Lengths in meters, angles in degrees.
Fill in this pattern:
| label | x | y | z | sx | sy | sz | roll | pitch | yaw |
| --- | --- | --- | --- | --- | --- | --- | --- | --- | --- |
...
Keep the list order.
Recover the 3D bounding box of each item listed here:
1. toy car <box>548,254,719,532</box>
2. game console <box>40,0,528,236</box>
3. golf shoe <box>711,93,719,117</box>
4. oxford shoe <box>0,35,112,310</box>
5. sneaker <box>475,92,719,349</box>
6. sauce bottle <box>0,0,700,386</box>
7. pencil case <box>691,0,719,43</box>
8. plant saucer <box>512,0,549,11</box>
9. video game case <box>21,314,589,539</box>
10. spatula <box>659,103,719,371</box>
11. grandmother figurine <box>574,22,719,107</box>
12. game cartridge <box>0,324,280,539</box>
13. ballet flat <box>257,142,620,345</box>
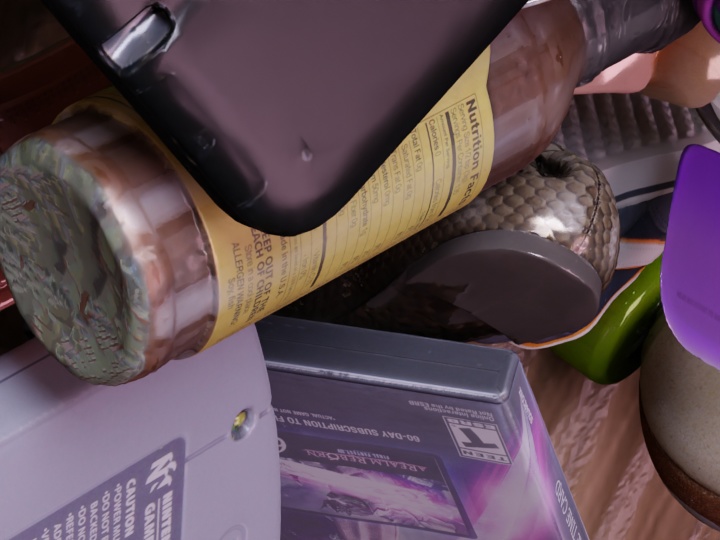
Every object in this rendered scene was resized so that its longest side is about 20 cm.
| label | x | y | z | sx | sy | sz | roll | pitch | yaw |
| --- | --- | --- | --- | --- | --- | --- | --- | --- | --- |
| toy car | 0.167 | 0.064 | 1.105 | 0.158 | 0.164 | 0.200 | -42 | 155 | -24 |
| game console | -0.027 | -0.138 | 0.664 | 0.200 | 0.116 | 0.176 | -49 | 118 | -15 |
| golf shoe | 0.148 | -0.139 | 0.999 | 0.091 | 0.075 | 0.201 | 35 | 80 | -46 |
| oxford shoe | -0.062 | -0.033 | 0.762 | 0.199 | 0.074 | 0.071 | -16 | 94 | -22 |
| sneaker | 0.033 | -0.014 | 0.929 | 0.199 | 0.078 | 0.080 | -6 | 130 | -43 |
| sauce bottle | 0.004 | -0.040 | 0.717 | 0.200 | 0.065 | 0.065 | -30 | 136 | -36 |
| pencil case | 0.134 | -0.148 | 0.749 | 0.092 | 0.085 | 0.201 | 18 | 74 | -33 |
| plant saucer | 0.011 | -0.143 | 0.713 | 0.201 | 0.200 | 0.037 | -49 | 165 | -15 |
| video game case | -0.003 | 0.070 | 0.882 | 0.200 | 0.142 | 0.019 | 66 | 37 | -55 |
| spatula | 0.108 | -0.064 | 0.941 | 0.056 | 0.020 | 0.201 | 27 | 51 | -43 |
| grandmother figurine | 0.014 | -0.082 | 0.847 | 0.199 | 0.122 | 0.060 | -7 | 164 | -39 |
| game cartridge | -0.077 | 0.099 | 0.788 | 0.133 | 0.041 | 0.201 | -26 | 135 | -37 |
| ballet flat | 0.000 | 0.000 | 0.822 | 0.067 | 0.200 | 0.047 | 29 | 63 | -27 |
